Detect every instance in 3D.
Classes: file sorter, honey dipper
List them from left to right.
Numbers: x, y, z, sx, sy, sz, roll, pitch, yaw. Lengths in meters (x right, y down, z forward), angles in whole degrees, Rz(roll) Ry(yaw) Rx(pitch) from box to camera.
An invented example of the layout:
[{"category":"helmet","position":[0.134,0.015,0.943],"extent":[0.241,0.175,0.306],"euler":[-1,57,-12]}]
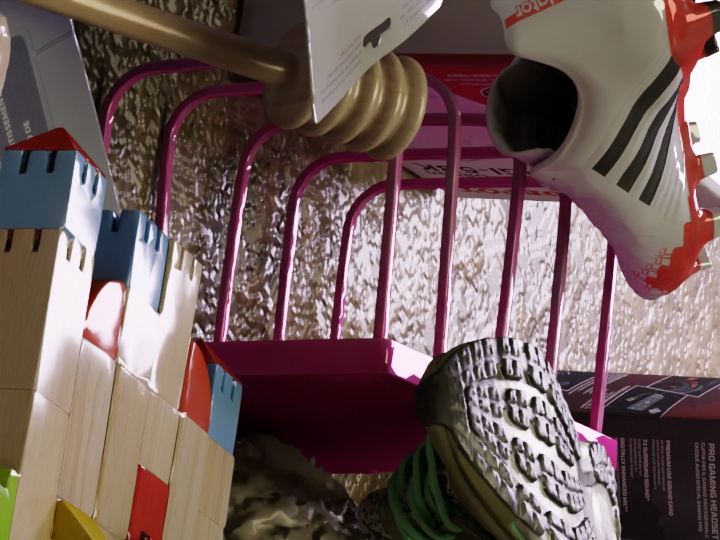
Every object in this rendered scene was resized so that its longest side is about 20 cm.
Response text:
[{"category":"honey dipper","position":[-0.066,-0.078,0.968],"extent":[0.199,0.038,0.038],"euler":[16,77,-34]},{"category":"file sorter","position":[0.000,0.000,1.137],"extent":[0.200,0.138,0.126],"euler":[26,66,-58]}]

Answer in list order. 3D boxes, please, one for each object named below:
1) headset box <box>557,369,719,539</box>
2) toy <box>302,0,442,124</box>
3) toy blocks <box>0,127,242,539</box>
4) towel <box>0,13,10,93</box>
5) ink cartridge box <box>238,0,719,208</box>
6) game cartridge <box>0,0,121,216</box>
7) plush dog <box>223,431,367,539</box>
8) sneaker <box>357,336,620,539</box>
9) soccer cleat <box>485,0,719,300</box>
[{"category":"headset box","position":[0.126,0.124,1.303],"extent":[0.075,0.199,0.150],"euler":[-23,112,-58]},{"category":"toy","position":[-0.019,-0.163,0.962],"extent":[0.115,0.047,0.201],"euler":[-46,137,-55]},{"category":"toy blocks","position":[-0.090,0.043,0.941],"extent":[0.200,0.099,0.138],"euler":[47,47,-61]},{"category":"towel","position":[-0.180,-0.010,0.833],"extent":[0.200,0.032,0.192],"euler":[25,81,-64]},{"category":"ink cartridge box","position":[0.063,-0.091,1.231],"extent":[0.200,0.146,0.083],"euler":[28,69,-57]},{"category":"game cartridge","position":[-0.134,-0.001,0.978],"extent":[0.133,0.041,0.201],"euler":[-37,123,-46]},{"category":"plush dog","position":[-0.032,0.139,1.103],"extent":[0.200,0.160,0.173],"euler":[45,27,-55]},{"category":"sneaker","position":[0.038,0.086,1.061],"extent":[0.200,0.088,0.077],"euler":[54,26,-62]},{"category":"soccer cleat","position":[0.088,-0.050,1.102],"extent":[0.200,0.085,0.069],"euler":[82,-10,-59]}]
